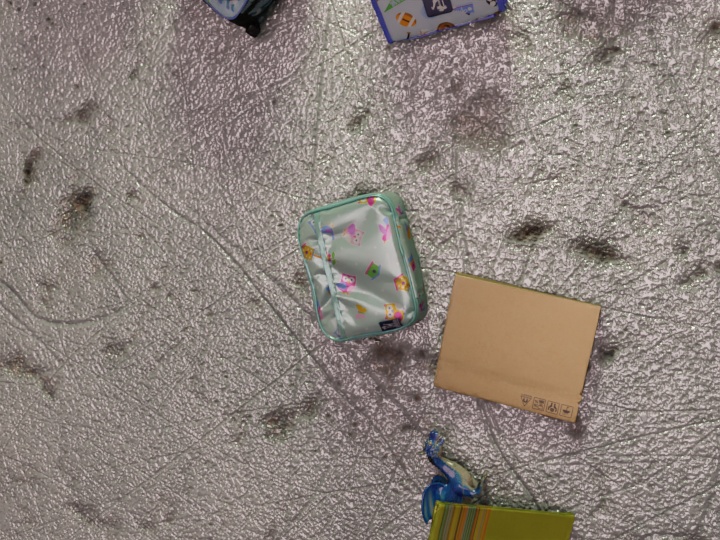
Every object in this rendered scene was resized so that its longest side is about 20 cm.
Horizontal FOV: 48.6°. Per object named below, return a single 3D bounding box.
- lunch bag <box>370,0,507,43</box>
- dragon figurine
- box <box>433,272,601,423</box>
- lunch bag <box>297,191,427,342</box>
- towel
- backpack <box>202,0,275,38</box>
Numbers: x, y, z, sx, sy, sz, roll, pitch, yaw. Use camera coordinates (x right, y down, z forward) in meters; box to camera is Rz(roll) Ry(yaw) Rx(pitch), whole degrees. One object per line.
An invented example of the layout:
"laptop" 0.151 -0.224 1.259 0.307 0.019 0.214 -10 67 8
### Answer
"lunch bag" 0.088 -0.408 1.018 0.169 0.124 0.201 -10 107 18
"dragon figurine" 0.119 0.322 1.112 0.099 0.059 0.201 9 98 16
"box" 0.210 0.103 1.081 0.199 0.021 0.165 13 99 15
"lunch bag" 0.000 0.000 1.105 0.159 0.077 0.201 -13 92 17
"towel" 0.187 0.356 1.073 0.199 0.018 0.087 8 104 -13
"backpack" -0.169 -0.457 1.074 0.183 0.147 0.200 40 102 7
